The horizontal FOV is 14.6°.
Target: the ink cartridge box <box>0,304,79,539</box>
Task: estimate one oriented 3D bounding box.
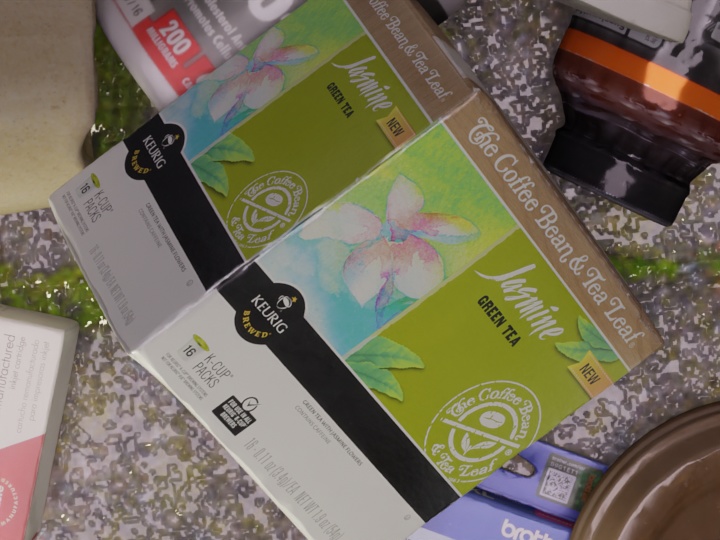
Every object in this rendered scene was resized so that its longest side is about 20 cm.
[{"bbox_3d":[-0.251,0.063,1.411,0.200,0.067,0.117,11,94,1],"label":"ink cartridge box"}]

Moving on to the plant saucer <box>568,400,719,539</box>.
[{"bbox_3d":[0.198,0.163,1.405,0.200,0.029,0.201,-1,98,-10],"label":"plant saucer"}]

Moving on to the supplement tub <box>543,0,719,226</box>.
[{"bbox_3d":[0.162,-0.125,1.369,0.107,0.107,0.200,24,95,0],"label":"supplement tub"}]

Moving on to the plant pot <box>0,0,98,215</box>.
[{"bbox_3d":[-0.221,-0.095,1.352,0.183,0.200,0.201,-1,94,-9],"label":"plant pot"}]

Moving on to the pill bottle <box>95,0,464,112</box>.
[{"bbox_3d":[-0.020,-0.146,1.368,0.200,0.114,0.114,-36,92,4],"label":"pill bottle"}]

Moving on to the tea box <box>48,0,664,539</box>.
[{"bbox_3d":[0.000,0.000,1.323,0.197,0.134,0.200,-38,131,3],"label":"tea box"}]

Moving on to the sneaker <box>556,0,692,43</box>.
[{"bbox_3d":[0.081,-0.190,1.283,0.200,0.074,0.116,26,91,-8],"label":"sneaker"}]

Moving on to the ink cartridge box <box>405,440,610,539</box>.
[{"bbox_3d":[0.041,0.175,1.425,0.119,0.042,0.200,20,92,0],"label":"ink cartridge box"}]
